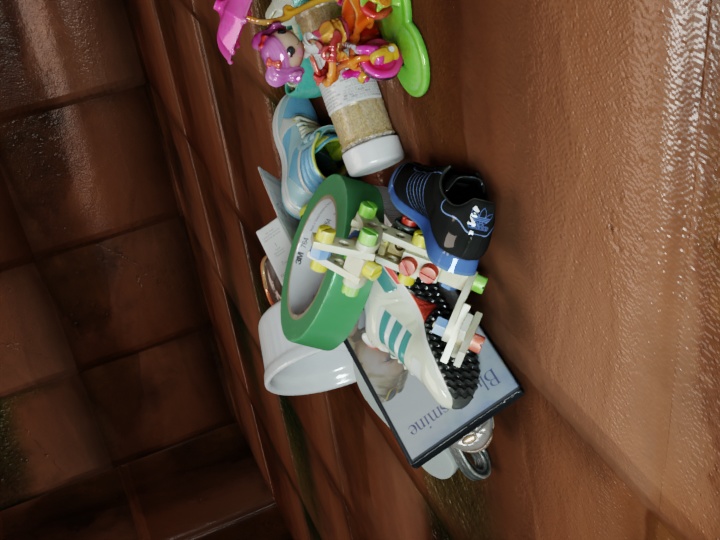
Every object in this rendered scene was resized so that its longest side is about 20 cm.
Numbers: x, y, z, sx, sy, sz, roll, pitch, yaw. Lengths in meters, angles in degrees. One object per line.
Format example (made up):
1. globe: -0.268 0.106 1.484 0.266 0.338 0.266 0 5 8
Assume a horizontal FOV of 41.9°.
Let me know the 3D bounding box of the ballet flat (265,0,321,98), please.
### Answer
1. ballet flat: -0.085 -0.307 1.203 0.067 0.070 0.200 -126 23 -48

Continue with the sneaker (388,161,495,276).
1. sneaker: 0.084 -0.074 0.929 0.200 0.070 0.078 -117 43 -55

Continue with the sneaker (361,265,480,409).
1. sneaker: 0.054 0.073 1.014 0.093 0.070 0.200 -47 57 35

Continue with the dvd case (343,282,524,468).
1. dvd case: 0.071 0.098 1.034 0.018 0.143 0.200 44 -167 -53

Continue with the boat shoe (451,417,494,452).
1. boat shoe: 0.099 0.117 1.071 0.072 0.076 0.200 47 -156 -59

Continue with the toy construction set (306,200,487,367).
1. toy construction set: 0.050 0.003 0.937 0.200 0.131 0.092 36 118 2

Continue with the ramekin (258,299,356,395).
1. ramekin: -0.048 0.095 1.328 0.200 0.200 0.098 107 148 -65

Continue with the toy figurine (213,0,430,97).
1. toy figurine: -0.051 -0.242 0.954 0.150 0.184 0.200 120 129 -70

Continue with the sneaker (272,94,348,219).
1. sneaker: -0.059 -0.182 1.282 0.131 0.079 0.200 -43 51 51

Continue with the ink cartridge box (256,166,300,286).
1. ink cartridge box: -0.084 -0.040 1.356 0.176 0.045 0.200 63 -165 23

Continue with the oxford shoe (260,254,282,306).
1. oxford shoe: -0.088 0.055 1.465 0.200 0.071 0.073 59 154 2

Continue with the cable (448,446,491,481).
1. cable: 0.099 0.157 1.114 0.050 0.097 0.200 -34 78 31

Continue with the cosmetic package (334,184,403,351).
1. cosmetic package: 0.000 0.000 1.157 0.200 0.051 0.083 -62 38 30

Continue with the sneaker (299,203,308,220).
1. sneaker: -0.021 -0.048 1.292 0.074 0.084 0.200 60 180 18

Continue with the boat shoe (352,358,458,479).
1. boat shoe: 0.064 0.165 1.175 0.071 0.064 0.200 -24 104 44

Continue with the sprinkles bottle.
1. sprinkles bottle: -0.013 -0.210 1.075 0.068 0.068 0.200 154 97 -74

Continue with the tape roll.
1. tape roll: -0.036 -0.009 1.087 0.200 0.048 0.201 -163 90 -70
